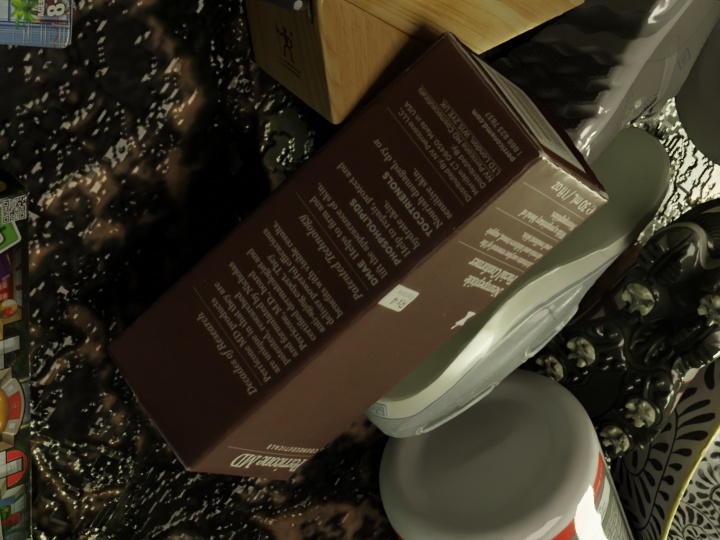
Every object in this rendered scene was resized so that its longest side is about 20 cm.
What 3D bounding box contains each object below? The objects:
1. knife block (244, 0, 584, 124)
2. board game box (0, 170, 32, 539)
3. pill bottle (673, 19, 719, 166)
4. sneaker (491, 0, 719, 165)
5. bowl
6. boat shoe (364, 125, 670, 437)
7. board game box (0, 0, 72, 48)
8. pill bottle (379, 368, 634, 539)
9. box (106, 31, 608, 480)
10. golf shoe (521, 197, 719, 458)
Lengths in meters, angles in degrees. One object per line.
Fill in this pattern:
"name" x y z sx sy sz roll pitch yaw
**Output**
"knife block" 0.002 -0.159 0.733 0.199 0.064 0.176 -27 134 -24
"board game box" -0.185 0.062 0.757 0.104 0.023 0.201 -16 128 -30
"pill bottle" 0.265 -0.091 0.977 0.199 0.112 0.113 8 113 -44
"sneaker" 0.118 -0.084 0.879 0.200 0.075 0.082 -49 137 -4
"bowl" 0.203 0.082 1.049 0.200 0.094 0.202 -30 140 -29
"boat shoe" 0.073 0.006 0.920 0.201 0.070 0.072 -40 155 -12
"board game box" -0.188 -0.155 0.572 0.199 0.062 0.201 -17 128 -33
"pill bottle" 0.090 0.154 0.993 0.116 0.116 0.201 -39 137 -13
"box" 0.000 0.000 0.786 0.200 0.075 0.100 -41 159 14
"golf shoe" 0.156 0.030 0.955 0.088 0.077 0.200 -39 173 -37
